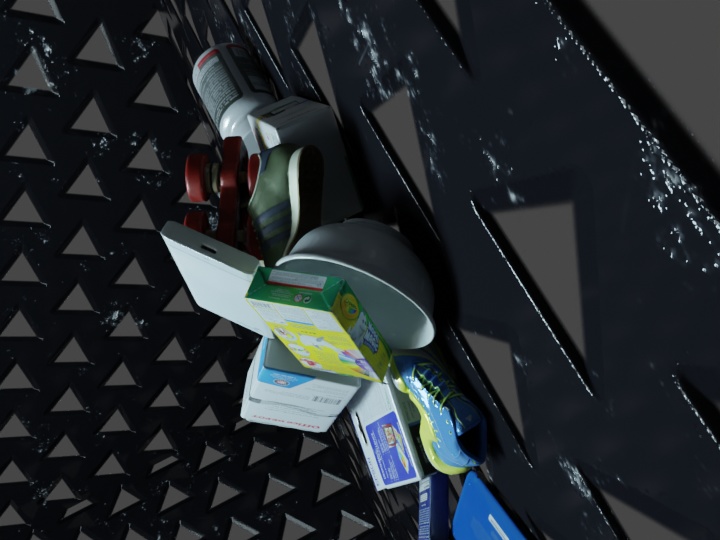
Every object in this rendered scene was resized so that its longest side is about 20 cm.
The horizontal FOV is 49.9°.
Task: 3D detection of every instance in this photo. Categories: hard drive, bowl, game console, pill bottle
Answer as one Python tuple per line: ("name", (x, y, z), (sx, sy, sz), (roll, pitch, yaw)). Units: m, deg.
("hard drive", (-0.176, 0.018, 1.008), (0.130, 0.027, 0.201), (23, 157, 13))
("bowl", (0.006, 0.004, 0.890), (0.198, 0.091, 0.202), (19, 156, 9))
("game console", (0.212, 0.387, 1.019), (0.200, 0.116, 0.173), (-133, 52, -57))
("pill bottle", (-0.200, -0.279, 1.312), (0.202, 0.112, 0.114), (60, 168, 29))

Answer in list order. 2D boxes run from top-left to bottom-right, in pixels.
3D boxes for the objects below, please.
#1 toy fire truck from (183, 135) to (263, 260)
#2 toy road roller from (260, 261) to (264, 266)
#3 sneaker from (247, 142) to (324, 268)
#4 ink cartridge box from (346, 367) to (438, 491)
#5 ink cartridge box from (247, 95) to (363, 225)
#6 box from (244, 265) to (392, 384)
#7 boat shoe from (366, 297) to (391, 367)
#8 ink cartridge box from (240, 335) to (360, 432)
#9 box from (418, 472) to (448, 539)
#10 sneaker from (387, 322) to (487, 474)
("toy fire truck", (-0.179, -0.076, 1.103), (0.168, 0.110, 0.204), (88, -179, -75))
("toy road roller", (-0.122, -0.076, 1.269), (0.200, 0.121, 0.149), (-3, -97, -75))
("sneaker", (-0.100, -0.057, 0.959), (0.089, 0.067, 0.204), (13, 101, 35))
("ink cartridge box", (0.038, 0.218, 1.153), (0.200, 0.046, 0.201), (129, 123, -66))
("ink cartridge box", (-0.081, -0.155, 1.079), (0.200, 0.083, 0.147), (41, 153, 66))
("box", (-0.038, 0.072, 0.900), (0.116, 0.049, 0.201), (8, 150, 26))
("boat shoe", (0.031, 0.039, 0.998), (0.066, 0.071, 0.204), (156, 94, -84))
("ink cartridge box", (-0.092, 0.164, 1.175), (0.201, 0.143, 0.085), (120, 158, -55))
("box", (0.107, 0.334, 1.142), (0.121, 0.032, 0.204), (99, 175, -71))
("sneaker", (0.103, 0.149, 0.937), (0.105, 0.075, 0.203), (-20, 94, 61))
